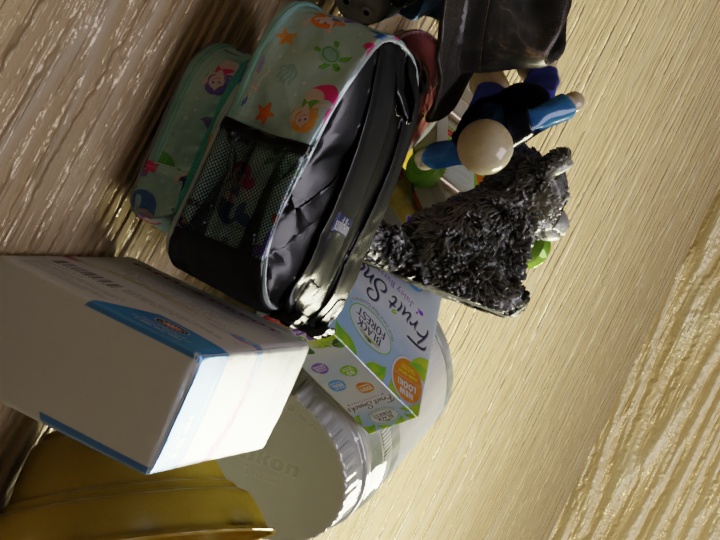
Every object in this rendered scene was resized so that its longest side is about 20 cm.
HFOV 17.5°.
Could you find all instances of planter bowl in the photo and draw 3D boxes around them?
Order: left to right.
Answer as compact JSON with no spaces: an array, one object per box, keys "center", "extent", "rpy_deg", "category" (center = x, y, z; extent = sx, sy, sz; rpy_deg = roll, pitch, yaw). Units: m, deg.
[{"center":[-0.159,0.143,1.531],"extent":[0.200,0.200,0.083],"rpy_deg":[28,53,-74],"category":"planter bowl"}]

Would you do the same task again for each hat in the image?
[{"center":[0.111,-0.186,1.662],"extent":[0.201,0.081,0.201],"rpy_deg":[18,90,-81],"category":"hat"}]

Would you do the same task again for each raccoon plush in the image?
[{"center":[0.077,-0.048,1.694],"extent":[0.200,0.097,0.134],"rpy_deg":[23,86,-50],"category":"raccoon plush"}]

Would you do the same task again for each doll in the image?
[{"center":[0.100,-0.109,1.718],"extent":[0.048,0.136,0.200],"rpy_deg":[64,16,-14],"category":"doll"}]

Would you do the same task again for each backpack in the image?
[{"center":[-0.047,-0.076,1.543],"extent":[0.200,0.151,0.178],"rpy_deg":[-62,162,0],"category":"backpack"}]

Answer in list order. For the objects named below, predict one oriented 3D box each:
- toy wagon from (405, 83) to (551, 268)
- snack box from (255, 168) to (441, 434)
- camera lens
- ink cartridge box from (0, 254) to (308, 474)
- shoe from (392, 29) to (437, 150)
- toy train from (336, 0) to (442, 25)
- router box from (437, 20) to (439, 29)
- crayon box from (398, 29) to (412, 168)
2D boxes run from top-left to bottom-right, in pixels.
[{"center":[0.092,-0.095,1.851],"extent":[0.155,0.040,0.200],"rpy_deg":[35,45,-42],"category":"toy wagon"},{"center":[0.000,0.000,1.746],"extent":[0.142,0.053,0.200],"rpy_deg":[45,39,-30],"category":"snack box"},{"center":[-0.031,0.101,1.833],"extent":[0.200,0.160,0.160],"rpy_deg":[-45,154,-52],"category":"camera lens"},{"center":[-0.137,0.054,1.448],"extent":[0.085,0.144,0.200],"rpy_deg":[-67,164,8],"category":"ink cartridge box"},{"center":[0.028,-0.135,1.710],"extent":[0.200,0.071,0.091],"rpy_deg":[-59,177,-46],"category":"shoe"},{"center":[0.042,-0.238,1.726],"extent":[0.200,0.087,0.114],"rpy_deg":[-38,153,-59],"category":"toy train"},{"center":[0.140,-0.315,1.990],"extent":[0.200,0.049,0.180],"rpy_deg":[-51,159,-42],"category":"router box"},{"center":[0.042,-0.100,1.964],"extent":[0.119,0.058,0.200],"rpy_deg":[-61,163,-16],"category":"crayon box"}]
